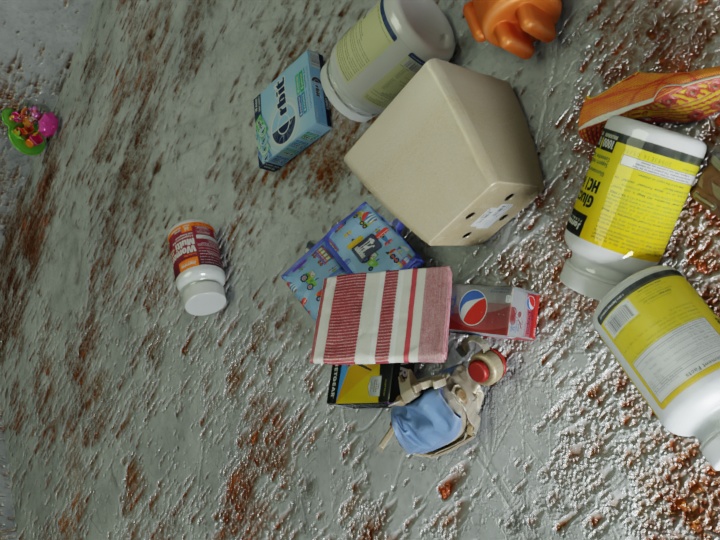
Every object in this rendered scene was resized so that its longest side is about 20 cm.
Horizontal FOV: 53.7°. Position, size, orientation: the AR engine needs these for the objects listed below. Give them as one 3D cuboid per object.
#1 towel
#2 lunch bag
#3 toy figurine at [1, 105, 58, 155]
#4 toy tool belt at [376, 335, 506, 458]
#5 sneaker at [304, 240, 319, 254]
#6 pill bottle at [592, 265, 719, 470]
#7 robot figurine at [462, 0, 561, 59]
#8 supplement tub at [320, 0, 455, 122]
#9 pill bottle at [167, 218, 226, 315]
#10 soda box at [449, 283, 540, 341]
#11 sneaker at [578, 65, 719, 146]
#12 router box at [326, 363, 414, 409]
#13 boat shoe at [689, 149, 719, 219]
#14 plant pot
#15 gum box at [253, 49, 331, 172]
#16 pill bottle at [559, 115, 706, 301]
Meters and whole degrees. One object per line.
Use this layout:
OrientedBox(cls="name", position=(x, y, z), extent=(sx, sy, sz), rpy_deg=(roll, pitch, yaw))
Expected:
OrientedBox(cls="towel", position=(0.030, 0.066, 1.008), extent=(0.199, 0.023, 0.145), rpy_deg=(-5, 57, 22))
OrientedBox(cls="lunch bag", position=(0.000, 0.000, 1.119), extent=(0.200, 0.094, 0.151), rpy_deg=(-46, 54, 6))
OrientedBox(cls="toy figurine", position=(-1.233, -0.559, 2.694), extent=(0.183, 0.200, 0.150), rpy_deg=(-20, 24, 33))
OrientedBox(cls="toy tool belt", position=(0.105, 0.186, 0.973), extent=(0.125, 0.123, 0.200), rpy_deg=(54, 134, 17))
OrientedBox(cls="sneaker", position=(-0.013, -0.038, 1.232), extent=(0.199, 0.077, 0.086), rpy_deg=(14, 88, 40))
OrientedBox(cls="pill bottle", position=(0.343, 0.100, 0.748), extent=(0.112, 0.112, 0.200), rpy_deg=(-50, 49, 30))
OrientedBox(cls="robot figurine", position=(0.215, -0.400, 1.004), extent=(0.144, 0.116, 0.201), rpy_deg=(92, 168, -66))
OrientedBox(cls="supplement tub", position=(0.041, -0.351, 1.172), extent=(0.200, 0.145, 0.146), rpy_deg=(-32, 59, 41))
OrientedBox(cls="pill bottle", position=(-0.364, -0.008, 1.596), extent=(0.110, 0.109, 0.201), rpy_deg=(-43, 52, 35))
OrientedBox(cls="soda box", position=(0.154, 0.056, 1.015), extent=(0.200, 0.063, 0.070), rpy_deg=(2, 82, 50))
OrientedBox(cls="sneaker", position=(0.349, -0.211, 0.844), extent=(0.199, 0.073, 0.078), rpy_deg=(-8, 62, 44))
OrientedBox(cls="router box", position=(0.023, 0.118, 1.141), extent=(0.149, 0.051, 0.201), rpy_deg=(-13, 62, 47))
OrientedBox(cls="boat shoe", position=(0.416, -0.041, 0.731), extent=(0.072, 0.075, 0.201), rpy_deg=(-54, 37, 32))
OrientedBox(cls="plant pot", position=(0.134, -0.144, 0.994), extent=(0.200, 0.199, 0.178), rpy_deg=(-44, 62, 34))
OrientedBox(cls="gum box", position=(-0.144, -0.323, 1.457), extent=(0.200, 0.044, 0.171), rpy_deg=(-28, 62, 44))
OrientedBox(cls="pill bottle", position=(0.305, -0.068, 0.822), extent=(0.112, 0.112, 0.201), rpy_deg=(35, 114, 47))
